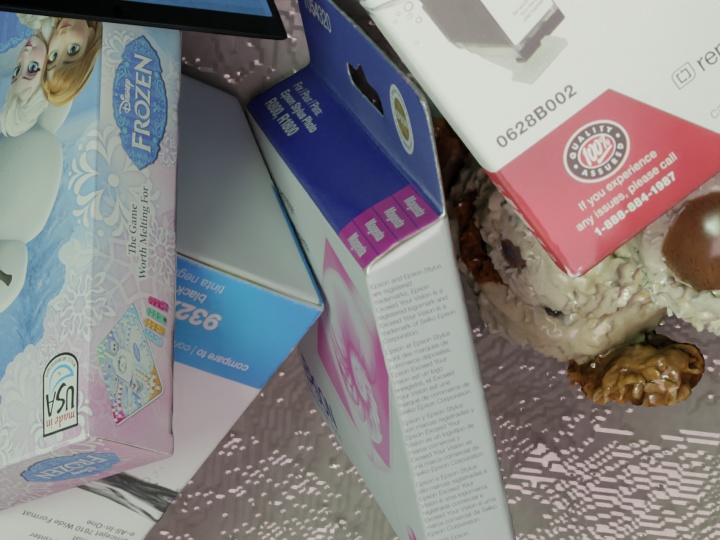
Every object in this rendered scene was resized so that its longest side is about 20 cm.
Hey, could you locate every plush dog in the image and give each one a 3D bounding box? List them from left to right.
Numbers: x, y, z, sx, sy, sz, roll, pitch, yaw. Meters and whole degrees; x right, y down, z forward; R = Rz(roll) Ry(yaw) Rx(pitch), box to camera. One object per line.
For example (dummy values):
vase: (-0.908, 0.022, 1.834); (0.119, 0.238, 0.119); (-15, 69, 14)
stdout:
plush dog: (0.097, -0.040, 0.946); (0.200, 0.160, 0.172); (45, 129, 14)

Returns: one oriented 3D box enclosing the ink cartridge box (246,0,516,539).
ink cartridge box: (0.000, 0.000, 0.921); (0.043, 0.196, 0.201); (-18, 114, -9)

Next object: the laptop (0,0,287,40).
laptop: (-0.088, -0.200, 0.820); (0.103, 0.177, 0.201); (32, 111, 36)

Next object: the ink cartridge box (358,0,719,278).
ink cartridge box: (0.065, -0.123, 0.777); (0.146, 0.083, 0.200); (-37, 101, 6)

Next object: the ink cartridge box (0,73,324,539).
ink cartridge box: (-0.119, 0.029, 0.959); (0.083, 0.145, 0.200); (20, 120, -35)

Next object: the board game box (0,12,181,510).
board game box: (-0.146, -0.008, 0.896); (0.043, 0.200, 0.199); (15, 155, -40)
